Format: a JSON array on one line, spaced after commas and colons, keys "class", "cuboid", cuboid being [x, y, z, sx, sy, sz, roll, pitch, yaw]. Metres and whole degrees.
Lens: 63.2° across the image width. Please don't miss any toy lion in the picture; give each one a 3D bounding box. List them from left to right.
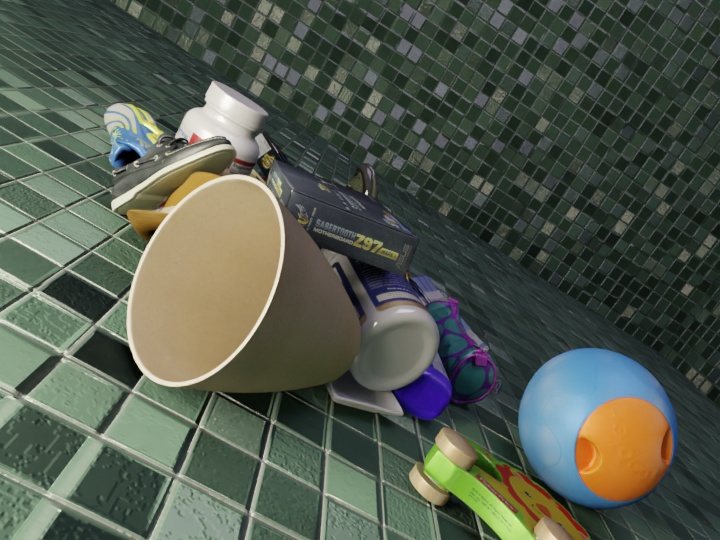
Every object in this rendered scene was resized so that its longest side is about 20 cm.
[{"class": "toy lion", "cuboid": [0.166, 0.252, 0.633, 0.199, 0.069, 0.191, 40, 9, 23]}]

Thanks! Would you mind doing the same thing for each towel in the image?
[{"class": "towel", "cuboid": [0.169, 0.089, 1.120, 0.201, 0.024, 0.146, 52, 18, 14]}]

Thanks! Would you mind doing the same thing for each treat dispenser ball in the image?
[{"class": "treat dispenser ball", "cuboid": [0.312, 0.207, 0.782, 0.198, 0.203, 0.201, 30, 15, -9]}]

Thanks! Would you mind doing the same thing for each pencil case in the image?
[{"class": "pencil case", "cuboid": [0.148, 0.122, 0.924, 0.084, 0.094, 0.201, 27, 15, -19]}]

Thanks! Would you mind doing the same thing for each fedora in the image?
[{"class": "fedora", "cuboid": [-0.170, -0.059, 0.687, 0.196, 0.084, 0.201, 14, -15, 4]}]

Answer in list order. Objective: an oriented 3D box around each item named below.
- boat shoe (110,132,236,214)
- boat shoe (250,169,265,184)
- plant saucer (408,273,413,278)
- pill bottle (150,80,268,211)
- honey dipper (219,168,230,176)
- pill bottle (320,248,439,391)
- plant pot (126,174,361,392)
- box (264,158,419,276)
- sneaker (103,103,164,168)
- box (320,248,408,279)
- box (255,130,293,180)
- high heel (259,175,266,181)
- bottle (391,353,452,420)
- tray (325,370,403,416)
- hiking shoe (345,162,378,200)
[{"class": "boat shoe", "cuboid": [-0.236, -0.132, 0.717, 0.074, 0.196, 0.068, -4, 75, -56]}, {"class": "boat shoe", "cuboid": [-0.175, -0.121, 1.033, 0.070, 0.064, 0.200, -7, 35, -31]}, {"class": "plant saucer", "cuboid": [0.059, 0.023, 1.166, 0.198, 0.032, 0.201, 32, 15, -9]}, {"class": "pill bottle", "cuboid": [-0.208, -0.145, 0.805, 0.111, 0.203, 0.113, 29, 15, -8]}, {"class": "honey dipper", "cuboid": [-0.128, -0.048, 0.759, 0.202, 0.038, 0.038, 56, 14, -4]}, {"class": "pill bottle", "cuboid": [0.011, 0.042, 0.735, 0.114, 0.117, 0.201, 23, 22, -32]}, {"class": "plant pot", "cuboid": [-0.087, 0.042, 0.574, 0.187, 0.188, 0.199, 45, 5, 40]}, {"class": "box", "cuboid": [-0.032, -0.070, 0.705, 0.154, 0.052, 0.200, 18, 14, -19]}, {"class": "sneaker", "cuboid": [-0.361, -0.205, 0.919, 0.199, 0.077, 0.105, 39, 17, 18]}, {"class": "box", "cuboid": [0.000, 0.000, 0.936, 0.198, 0.049, 0.163, 19, 55, -44]}, {"class": "box", "cuboid": [-0.125, -0.150, 1.102, 0.161, 0.046, 0.200, 57, 4, 20]}, {"class": "high heel", "cuboid": [-0.225, -0.156, 1.146, 0.200, 0.096, 0.067, 46, -27, 2]}, {"class": "bottle", "cuboid": [0.070, 0.122, 0.812, 0.082, 0.066, 0.201, 31, 15, -14]}, {"class": "tray", "cuboid": [-0.028, 0.110, 0.733, 0.106, 0.022, 0.201, 24, 17, -34]}, {"class": "hiking shoe", "cuboid": [-0.040, -0.099, 1.013, 0.099, 0.204, 0.075, 22, 2, -27]}]
